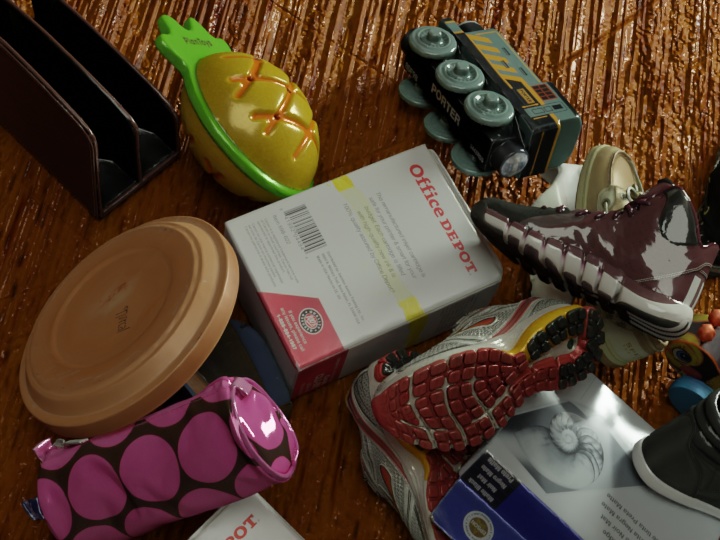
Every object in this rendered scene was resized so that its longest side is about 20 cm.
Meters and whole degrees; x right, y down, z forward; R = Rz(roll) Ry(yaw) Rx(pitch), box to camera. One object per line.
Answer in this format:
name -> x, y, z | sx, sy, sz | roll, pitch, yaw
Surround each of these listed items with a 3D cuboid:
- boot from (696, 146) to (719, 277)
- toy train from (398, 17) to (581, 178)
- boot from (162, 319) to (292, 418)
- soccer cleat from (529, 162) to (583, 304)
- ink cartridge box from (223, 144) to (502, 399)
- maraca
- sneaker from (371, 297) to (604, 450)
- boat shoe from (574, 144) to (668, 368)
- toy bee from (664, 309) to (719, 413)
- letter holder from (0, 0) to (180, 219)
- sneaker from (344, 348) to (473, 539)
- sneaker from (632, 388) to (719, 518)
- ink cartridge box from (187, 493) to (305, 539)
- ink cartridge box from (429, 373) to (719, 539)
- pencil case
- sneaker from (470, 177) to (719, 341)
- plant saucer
boot -> 0.371, -0.104, 1.128 | 0.073, 0.154, 0.204 | 30, 64, 7
toy train -> 0.115, -0.162, 1.150 | 0.113, 0.086, 0.200 | -13, 48, -24
boot -> -0.139, 0.065, 1.038 | 0.096, 0.075, 0.201 | -7, 52, -39
soccer cleat -> 0.172, -0.014, 1.110 | 0.077, 0.070, 0.201 | 18, 56, 7
ink cartridge box -> 0.000, 0.000, 1.065 | 0.199, 0.084, 0.146 | -22, 70, -17
maraca -> -0.110, -0.144, 1.097 | 0.107, 0.137, 0.201 | -38, 82, 20
sneaker -> 0.093, 0.077, 0.970 | 0.199, 0.082, 0.078 | -19, 113, -27
boat shoe -> 0.229, -0.018, 1.059 | 0.073, 0.062, 0.202 | 17, 63, -40
toy bee -> 0.297, 0.085, 1.053 | 0.198, 0.109, 0.132 | 18, 65, 1
letter holder -> -0.260, -0.171, 1.078 | 0.200, 0.142, 0.100 | 43, 66, 13
sneaker -> 0.050, 0.166, 1.004 | 0.077, 0.082, 0.201 | -14, 80, -41
sneaker -> 0.325, 0.155, 0.991 | 0.199, 0.099, 0.071 | 19, 45, -22
ink cartridge box -> -0.066, 0.285, 0.916 | 0.200, 0.084, 0.146 | 43, 66, 13
ink cartridge box -> 0.182, 0.188, 0.982 | 0.199, 0.041, 0.200 | 41, 50, 4
pencil case -> -0.147, 0.141, 0.919 | 0.199, 0.091, 0.094 | -23, 90, 20
sneaker -> 0.196, -0.036, 1.004 | 0.199, 0.076, 0.116 | 30, 83, 19
plant saucer -> -0.184, 0.036, 0.959 | 0.199, 0.032, 0.201 | -22, 43, 21
